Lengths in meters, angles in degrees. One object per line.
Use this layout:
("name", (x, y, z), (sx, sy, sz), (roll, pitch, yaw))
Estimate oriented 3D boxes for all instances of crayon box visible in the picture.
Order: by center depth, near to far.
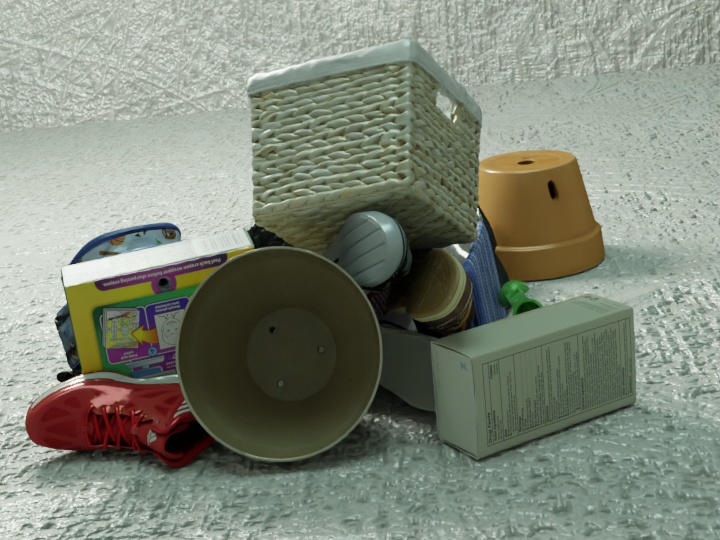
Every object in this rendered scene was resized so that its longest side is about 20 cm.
("crayon box", (-0.198, 0.064, 1.429), (0.197, 0.175, 0.058), (-12, 26, -12))

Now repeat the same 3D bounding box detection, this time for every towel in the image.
("towel", (0.133, 0.040, 1.470), (0.023, 0.147, 0.200), (-10, 14, 13))

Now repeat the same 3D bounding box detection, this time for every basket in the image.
("basket", (0.010, -0.114, 1.415), (0.197, 0.163, 0.198), (-10, -20, 24))

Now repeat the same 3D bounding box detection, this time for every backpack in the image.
("backpack", (-0.243, 0.031, 1.550), (0.198, 0.156, 0.190), (-18, -6, -36))

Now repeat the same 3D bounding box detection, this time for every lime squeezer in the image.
("lime squeezer", (0.181, 0.053, 1.487), (0.037, 0.071, 0.200), (-21, 28, -6))

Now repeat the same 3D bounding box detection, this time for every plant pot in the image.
("plant pot", (-0.075, 0.083, 1.353), (0.197, 0.204, 0.134), (-6, -4, 1))
("plant pot", (0.230, -0.081, 1.864), (0.197, 0.142, 0.200), (-6, 16, 2))

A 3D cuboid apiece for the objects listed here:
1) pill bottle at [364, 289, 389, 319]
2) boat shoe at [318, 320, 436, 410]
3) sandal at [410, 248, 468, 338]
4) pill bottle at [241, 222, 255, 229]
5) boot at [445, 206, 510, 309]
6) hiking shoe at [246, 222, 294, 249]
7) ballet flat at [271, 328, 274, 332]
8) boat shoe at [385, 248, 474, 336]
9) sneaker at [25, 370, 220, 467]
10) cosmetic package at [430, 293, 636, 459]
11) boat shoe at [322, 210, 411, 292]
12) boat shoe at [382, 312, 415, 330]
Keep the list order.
("pill bottle", (0.000, 0.000, 1.559), (0.200, 0.115, 0.114), (-43, 25, -9))
("boat shoe", (0.052, 0.090, 1.429), (0.198, 0.076, 0.092), (18, 14, 34))
("sandal", (0.081, 0.022, 1.487), (0.074, 0.201, 0.049), (9, 62, 16))
("pill bottle", (-0.096, -0.015, 1.709), (0.198, 0.115, 0.113), (-24, 2, 36))
("boot", (0.117, 0.006, 1.743), (0.130, 0.070, 0.201), (-26, 32, 12))
("hiking shoe", (-0.085, -0.048, 1.571), (0.200, 0.076, 0.101), (-42, -3, -34))
("ballet flat", (-0.126, 0.073, 1.588), (0.067, 0.070, 0.200), (-6, 16, 6))
("boat shoe", (0.082, 0.028, 1.336), (0.071, 0.073, 0.200), (26, -9, -11))
("sneaker", (-0.231, 0.149, 1.350), (0.197, 0.080, 0.116), (-11, 15, -11))
("cosmetic package", (0.170, 0.099, 1.321), (0.198, 0.105, 0.073), (-13, 18, -28))
("boat shoe", (0.017, -0.018, 1.360), (0.070, 0.073, 0.200), (-4, -6, -18))
("boat shoe", (0.049, 0.037, 1.654), (0.074, 0.093, 0.202), (-11, 44, 15))
